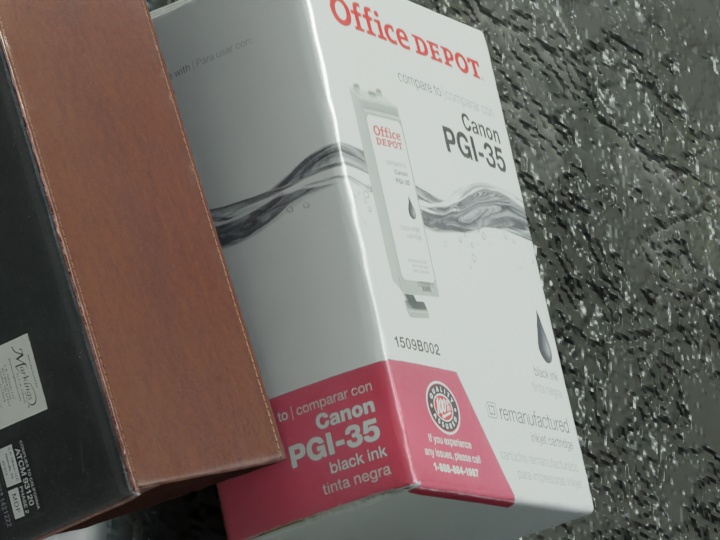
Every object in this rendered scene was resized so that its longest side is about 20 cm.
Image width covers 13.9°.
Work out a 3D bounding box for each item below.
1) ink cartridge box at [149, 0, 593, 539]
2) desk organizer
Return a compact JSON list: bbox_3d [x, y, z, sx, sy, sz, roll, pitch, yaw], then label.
[{"bbox_3d":[0.000,0.000,1.084,0.146,0.082,0.201,14,60,-58],"label":"ink cartridge box"},{"bbox_3d":[-0.101,-0.014,1.009,0.077,0.072,0.201,-7,76,-48],"label":"desk organizer"}]
